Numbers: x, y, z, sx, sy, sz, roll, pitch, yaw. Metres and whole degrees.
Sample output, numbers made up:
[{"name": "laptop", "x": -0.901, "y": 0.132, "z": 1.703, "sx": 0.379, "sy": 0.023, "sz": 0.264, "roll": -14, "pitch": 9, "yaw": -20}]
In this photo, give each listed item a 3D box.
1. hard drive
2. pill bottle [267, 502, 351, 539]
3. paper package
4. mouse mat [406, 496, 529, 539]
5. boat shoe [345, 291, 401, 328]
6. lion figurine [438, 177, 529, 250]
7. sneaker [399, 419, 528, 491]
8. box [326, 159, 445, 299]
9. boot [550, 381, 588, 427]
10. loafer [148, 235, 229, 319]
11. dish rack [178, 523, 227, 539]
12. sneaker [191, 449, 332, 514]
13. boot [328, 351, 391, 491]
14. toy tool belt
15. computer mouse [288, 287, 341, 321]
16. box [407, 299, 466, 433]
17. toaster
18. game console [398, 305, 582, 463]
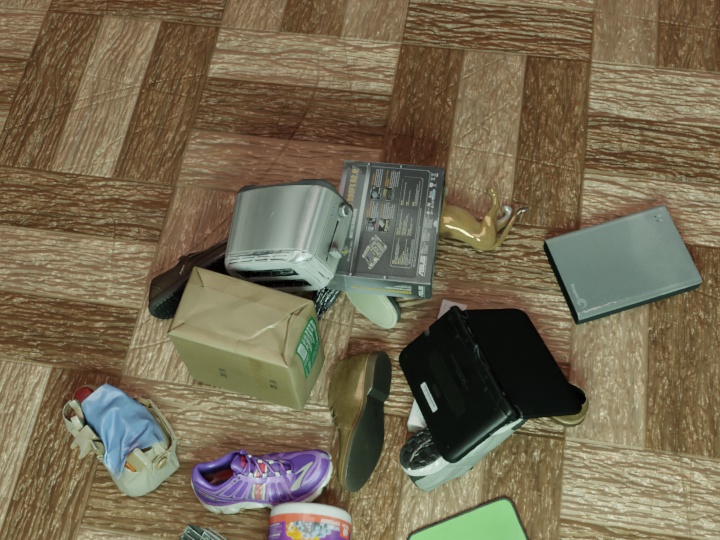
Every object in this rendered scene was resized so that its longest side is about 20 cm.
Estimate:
[{"name": "hard drive", "x": 0.394, "y": -0.009, "z": 1.469, "sx": 0.198, "sy": 0.033, "sz": 0.141, "roll": -17, "pitch": 64, "yaw": -4}, {"name": "pill bottle", "x": -0.072, "y": 0.410, "z": 1.246, "sx": 0.110, "sy": 0.112, "sz": 0.202, "roll": 2, "pitch": 64, "yaw": 5}, {"name": "paper package", "x": -0.154, "y": 0.101, "z": 1.357, "sx": 0.189, "sy": 0.200, "sz": 0.104, "roll": 15, "pitch": 65, "yaw": 10}, {"name": "mouse mat", "x": 0.165, "y": 0.419, "z": 1.285, "sx": 0.159, "sy": 0.008, "sz": 0.201, "roll": -19, "pitch": 63, "yaw": -6}, {"name": "boat shoe", "x": 0.000, "y": 0.000, "z": 1.472, "sx": 0.067, "sy": 0.072, "sz": 0.200, "roll": -27, "pitch": 68, "yaw": -38}, {"name": "lion figurine", "x": 0.154, "y": -0.072, "z": 1.495, "sx": 0.198, "sy": 0.073, "sz": 0.124, "roll": 13, "pitch": 68, "yaw": 7}, {"name": "sneaker", "x": 0.148, "y": 0.235, "z": 1.341, "sx": 0.199, "sy": 0.080, "sz": 0.074, "roll": -28, "pitch": 38, "yaw": -7}, {"name": "box", "x": 0.038, "y": -0.063, "z": 1.427, "sx": 0.156, "sy": 0.048, "sz": 0.202, "roll": 4, "pitch": 62, "yaw": 8}, {"name": "boot", "x": 0.231, "y": 0.153, "z": 1.376, "sx": 0.198, "sy": 0.076, "sz": 0.074, "roll": 21, "pitch": 68, "yaw": 15}, {"name": "loafer", "x": -0.245, "y": -0.007, "z": 1.469, "sx": 0.199, "sy": 0.073, "sz": 0.071, "roll": -31, "pitch": 58, "yaw": 5}, {"name": "dish rack", "x": -0.191, "y": 0.419, "z": 1.218, "sx": 0.153, "sy": 0.054, "sz": 0.201, "roll": 33, "pitch": 111, "yaw": 18}, {"name": "sneaker", "x": -0.136, "y": 0.279, "z": 1.312, "sx": 0.198, "sy": 0.084, "sz": 0.081, "roll": -13, "pitch": 45, "yaw": 6}, {"name": "boot", "x": -0.011, "y": 0.213, "z": 1.369, "sx": 0.075, "sy": 0.074, "sz": 0.202, "roll": -4, "pitch": 61, "yaw": 29}, {"name": "toy tool belt", "x": -0.346, "y": 0.217, "z": 1.354, "sx": 0.200, "sy": 0.123, "sz": 0.125, "roll": 40, "pitch": 72, "yaw": 21}, {"name": "computer mouse", "x": -0.117, "y": -0.005, "z": 1.478, "sx": 0.200, "sy": 0.044, "sz": 0.110, "roll": 40, "pitch": 102, "yaw": 24}, {"name": "box", "x": 0.113, "y": 0.141, "z": 1.409, "sx": 0.041, "sy": 0.039, "sz": 0.202, "roll": 12, "pitch": 65, "yaw": 11}, {"name": "toaster", "x": -0.111, "y": -0.047, "z": 1.367, "sx": 0.198, "sy": 0.114, "sz": 0.130, "roll": -2, "pitch": 63, "yaw": 27}, {"name": "game console", "x": 0.173, "y": 0.155, "z": 1.337, "sx": 0.176, "sy": 0.116, "sz": 0.201, "roll": -42, "pitch": 44, "yaw": 16}]
